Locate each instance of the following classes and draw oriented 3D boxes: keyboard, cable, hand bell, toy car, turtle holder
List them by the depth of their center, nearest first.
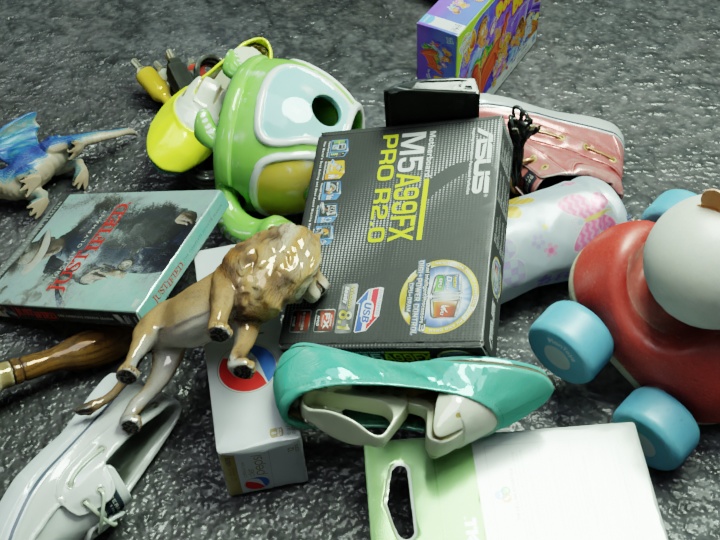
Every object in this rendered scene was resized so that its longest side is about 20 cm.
[{"bbox_3d":[0.256,0.017,0.684,0.184,0.200,0.177,-40,81,-22],"label":"toy car"},{"bbox_3d":[-0.272,0.079,0.770,0.200,0.104,0.104,-16,50,-28],"label":"hand bell"},{"bbox_3d":[0.087,-0.102,0.817,0.127,0.200,0.021,4,66,7],"label":"keyboard"},{"bbox_3d":[-0.072,-0.111,0.865,0.131,0.141,0.186,9,38,11],"label":"turtle holder"},{"bbox_3d":[-0.168,-0.160,0.995,0.097,0.050,0.200,-10,60,-28],"label":"cable"}]

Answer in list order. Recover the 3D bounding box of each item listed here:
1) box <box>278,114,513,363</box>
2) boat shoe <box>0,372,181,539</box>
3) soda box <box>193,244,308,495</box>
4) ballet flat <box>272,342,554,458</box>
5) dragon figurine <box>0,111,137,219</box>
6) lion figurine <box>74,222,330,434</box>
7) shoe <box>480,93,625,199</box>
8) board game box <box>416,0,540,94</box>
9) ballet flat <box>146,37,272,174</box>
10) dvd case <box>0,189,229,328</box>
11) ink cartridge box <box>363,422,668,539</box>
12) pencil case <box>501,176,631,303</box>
[{"bbox_3d":[0.031,-0.022,0.741,0.160,0.044,0.200,-2,62,22],"label":"box"},{"bbox_3d":[-0.199,0.157,0.690,0.067,0.074,0.200,12,51,16],"label":"boat shoe"},{"bbox_3d":[-0.090,0.073,0.761,0.063,0.068,0.200,-11,50,-6],"label":"soda box"},{"bbox_3d":[0.034,0.098,0.668,0.199,0.067,0.071,5,49,6],"label":"ballet flat"},{"bbox_3d":[-0.322,-0.113,0.934,0.099,0.059,0.200,31,59,25],"label":"dragon figurine"},{"bbox_3d":[-0.118,0.036,0.701,0.200,0.073,0.123,-20,35,19],"label":"lion figurine"},{"bbox_3d":[0.152,-0.108,0.900,0.199,0.072,0.091,9,45,4],"label":"shoe"},{"bbox_3d":[0.125,-0.244,0.977,0.045,0.135,0.200,24,55,22],"label":"board game box"},{"bbox_3d":[-0.144,-0.173,0.937,0.067,0.067,0.200,36,46,-2],"label":"ballet flat"},{"bbox_3d":[-0.227,-0.014,0.829,0.200,0.022,0.146,1,46,33],"label":"dvd case"},{"bbox_3d":[0.105,0.173,0.673,0.199,0.059,0.104,-4,49,-1],"label":"ink cartridge box"},{"bbox_3d":[0.131,-0.014,0.815,0.200,0.091,0.083,-18,21,-15],"label":"pencil case"}]
